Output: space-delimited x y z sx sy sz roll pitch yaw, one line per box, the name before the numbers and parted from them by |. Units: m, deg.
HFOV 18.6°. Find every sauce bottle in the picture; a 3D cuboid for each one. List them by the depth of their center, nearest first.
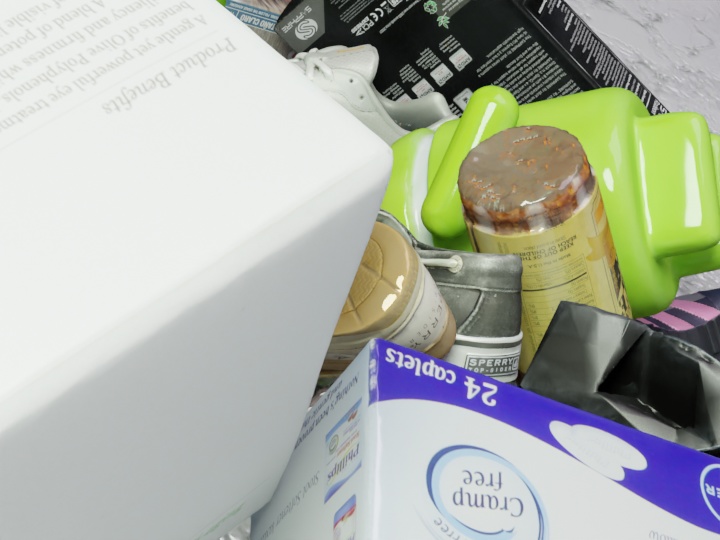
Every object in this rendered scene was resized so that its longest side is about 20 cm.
sauce bottle | 0.096 0.026 1.034 0.066 0.201 0.066 -11 40 10

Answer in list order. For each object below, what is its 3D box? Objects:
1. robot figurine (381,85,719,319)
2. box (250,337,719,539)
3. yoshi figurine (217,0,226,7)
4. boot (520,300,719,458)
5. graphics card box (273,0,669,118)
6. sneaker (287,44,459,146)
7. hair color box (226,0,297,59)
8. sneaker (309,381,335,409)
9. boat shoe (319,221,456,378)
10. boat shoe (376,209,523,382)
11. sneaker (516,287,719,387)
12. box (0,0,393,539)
robot figurine | 0.087 -0.025 1.114 0.175 0.199 0.116 25 57 -65
box | 0.058 0.153 0.792 0.183 0.105 0.201 20 47 -22
yoshi figurine | -0.107 -0.082 0.951 0.112 0.112 0.201 28 54 -38
boot | 0.170 0.074 0.938 0.164 0.066 0.200 8 -17 21
graphics card box | 0.064 -0.108 1.219 0.200 0.125 0.051 43 36 -13
sneaker | -0.038 -0.093 1.184 0.199 0.092 0.076 21 28 -21
hair color box | -0.089 -0.184 1.322 0.100 0.061 0.200 13 33 -33
sneaker | 0.038 0.090 0.935 0.115 0.076 0.200 17 22 17
boat shoe | -0.046 0.016 0.960 0.199 0.074 0.069 8 -24 40
boat shoe | 0.000 0.000 1.013 0.070 0.064 0.199 -3 13 -45
sneaker | 0.147 0.054 1.179 0.199 0.071 0.082 -10 3 -36
box | -0.130 0.017 0.717 0.171 0.200 0.199 40 50 19
